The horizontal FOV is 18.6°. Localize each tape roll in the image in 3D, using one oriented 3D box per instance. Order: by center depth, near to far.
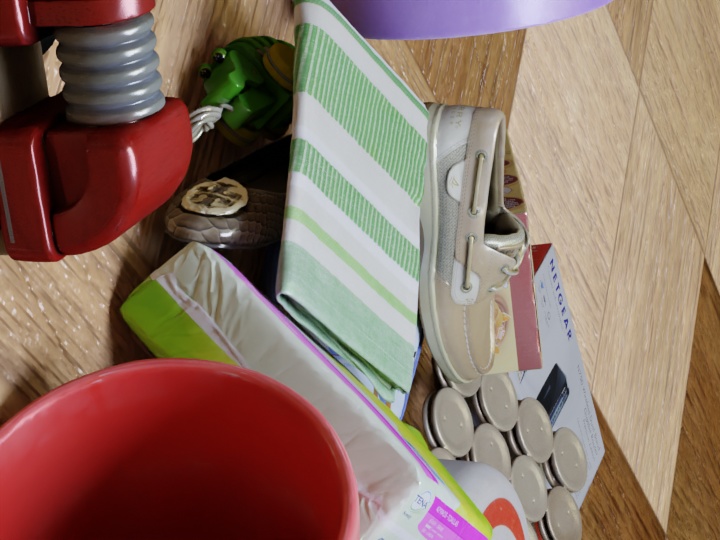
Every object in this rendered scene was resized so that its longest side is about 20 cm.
[{"bbox_3d":[0.065,-0.210,1.395,0.200,0.198,0.086,-41,128,-61],"label":"tape roll"}]

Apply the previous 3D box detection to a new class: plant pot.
[{"bbox_3d":[-0.088,0.173,1.066,0.201,0.199,0.178,-67,157,-43],"label":"plant pot"}]

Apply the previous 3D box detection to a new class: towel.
[{"bbox_3d":[-0.005,-0.043,1.260,0.153,0.023,0.202,44,43,-51],"label":"towel"}]

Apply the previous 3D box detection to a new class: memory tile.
[{"bbox_3d":[0.103,0.147,1.590,0.200,0.017,0.154,42,44,-39],"label":"memory tile"}]

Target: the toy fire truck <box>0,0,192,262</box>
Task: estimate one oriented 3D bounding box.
[{"bbox_3d":[-0.101,-0.103,0.985,0.129,0.198,0.178,-43,129,-60],"label":"toy fire truck"}]

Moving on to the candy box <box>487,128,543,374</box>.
[{"bbox_3d":[0.093,-0.017,1.574,0.200,0.055,0.116,-89,172,-70],"label":"candy box"}]

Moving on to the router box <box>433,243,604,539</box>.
[{"bbox_3d":[0.129,0.108,1.738,0.180,0.048,0.201,-55,135,-54],"label":"router box"}]

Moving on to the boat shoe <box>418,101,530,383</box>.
[{"bbox_3d":[0.074,-0.014,1.416,0.072,0.064,0.202,-60,147,-56],"label":"boat shoe"}]

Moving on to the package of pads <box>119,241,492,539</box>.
[{"bbox_3d":[-0.025,0.084,1.196,0.068,0.200,0.155,-45,154,0],"label":"package of pads"}]

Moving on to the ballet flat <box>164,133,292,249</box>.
[{"bbox_3d":[-0.049,-0.056,1.267,0.200,0.067,0.047,-29,135,-57],"label":"ballet flat"}]

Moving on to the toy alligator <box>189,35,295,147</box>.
[{"bbox_3d":[-0.067,-0.109,1.271,0.054,0.059,0.200,49,23,9],"label":"toy alligator"}]

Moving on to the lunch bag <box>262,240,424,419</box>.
[{"bbox_3d":[0.000,0.000,1.409,0.161,0.075,0.201,72,28,-44],"label":"lunch bag"}]

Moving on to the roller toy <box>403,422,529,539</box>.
[{"bbox_3d":[0.035,0.214,1.410,0.182,0.139,0.202,-36,124,-62],"label":"roller toy"}]
